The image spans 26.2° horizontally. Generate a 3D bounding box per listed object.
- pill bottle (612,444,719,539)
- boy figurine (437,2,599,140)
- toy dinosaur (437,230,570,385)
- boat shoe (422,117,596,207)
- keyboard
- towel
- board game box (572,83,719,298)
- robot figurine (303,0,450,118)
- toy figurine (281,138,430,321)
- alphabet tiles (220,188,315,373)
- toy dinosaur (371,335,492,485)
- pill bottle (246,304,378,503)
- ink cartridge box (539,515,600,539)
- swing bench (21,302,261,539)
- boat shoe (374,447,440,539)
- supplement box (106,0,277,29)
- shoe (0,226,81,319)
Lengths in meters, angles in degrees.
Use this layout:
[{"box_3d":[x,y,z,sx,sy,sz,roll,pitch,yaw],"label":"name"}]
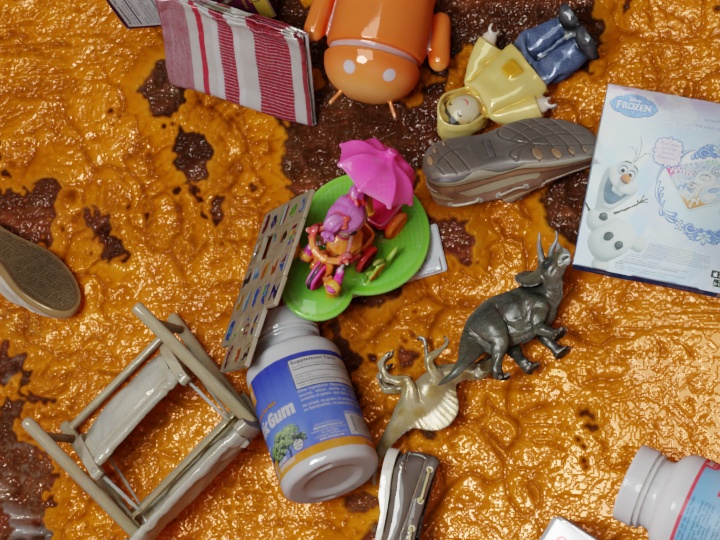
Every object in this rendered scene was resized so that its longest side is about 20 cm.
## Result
[{"box_3d":[0.360,0.253,1.556,0.199,0.109,0.110,24,87,19],"label":"pill bottle"},{"box_3d":[0.164,-0.218,1.734,0.199,0.064,0.125,-32,75,6],"label":"boy figurine"},{"box_3d":[0.164,0.060,1.681,0.199,0.077,0.103,-37,61,8],"label":"toy dinosaur"},{"box_3d":[0.166,-0.115,1.711,0.198,0.072,0.076,-8,47,-1],"label":"boat shoe"},{"box_3d":[0.000,0.000,1.773,0.198,0.011,0.057,-16,70,14],"label":"keyboard"},{"box_3d":[-0.146,-0.245,1.803,0.198,0.145,0.023,19,53,20],"label":"towel"},{"box_3d":[0.340,-0.081,1.645,0.198,0.043,0.201,12,84,9],"label":"board game box"},{"box_3d":[0.024,-0.277,1.761,0.116,0.143,0.202,5,79,47],"label":"robot figurine"},{"box_3d":[-0.009,-0.059,1.657,0.150,0.184,0.200,39,71,14],"label":"toy figurine"},{"box_3d":[-0.109,0.016,1.721,0.007,0.167,0.202,22,75,-17],"label":"alphabet tiles"},{"box_3d":[0.057,0.139,1.701,0.200,0.058,0.101,-42,72,6],"label":"toy dinosaur"},{"box_3d":[-0.061,0.143,1.701,0.111,0.112,0.201,-28,60,10],"label":"pill bottle"},{"box_3d":[0.214,0.375,1.591,0.145,0.084,0.201,32,90,20],"label":"ink cartridge box"},{"box_3d":[-0.235,0.180,1.751,0.199,0.130,0.200,-44,76,4],"label":"swing bench"},{"box_3d":[0.046,0.295,1.668,0.059,0.072,0.202,6,83,11],"label":"boat shoe"},{"box_3d":[-0.198,-0.372,1.843,0.198,0.103,0.132,-1,64,17],"label":"supplement box"},{"box_3d":[-0.417,-0.001,1.887,0.199,0.054,0.070,36,59,16],"label":"shoe"}]
